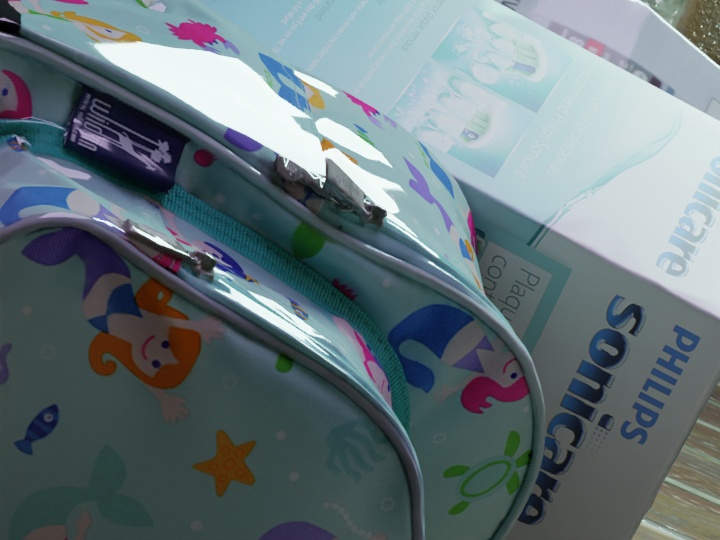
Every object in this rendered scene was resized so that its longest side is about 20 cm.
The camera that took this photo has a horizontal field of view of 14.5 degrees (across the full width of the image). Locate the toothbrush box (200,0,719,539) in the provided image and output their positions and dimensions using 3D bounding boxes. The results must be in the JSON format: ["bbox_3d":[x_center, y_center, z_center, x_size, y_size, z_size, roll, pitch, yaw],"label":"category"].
[{"bbox_3d":[0.000,0.000,0.765,0.199,0.147,0.085,28,39,5],"label":"toothbrush box"}]

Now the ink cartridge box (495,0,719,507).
[{"bbox_3d":[0.036,-0.039,0.887,0.200,0.163,0.050,40,-36,-15],"label":"ink cartridge box"}]

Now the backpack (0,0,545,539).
[{"bbox_3d":[-0.059,0.031,0.640,0.199,0.178,0.151,25,25,-34],"label":"backpack"}]
